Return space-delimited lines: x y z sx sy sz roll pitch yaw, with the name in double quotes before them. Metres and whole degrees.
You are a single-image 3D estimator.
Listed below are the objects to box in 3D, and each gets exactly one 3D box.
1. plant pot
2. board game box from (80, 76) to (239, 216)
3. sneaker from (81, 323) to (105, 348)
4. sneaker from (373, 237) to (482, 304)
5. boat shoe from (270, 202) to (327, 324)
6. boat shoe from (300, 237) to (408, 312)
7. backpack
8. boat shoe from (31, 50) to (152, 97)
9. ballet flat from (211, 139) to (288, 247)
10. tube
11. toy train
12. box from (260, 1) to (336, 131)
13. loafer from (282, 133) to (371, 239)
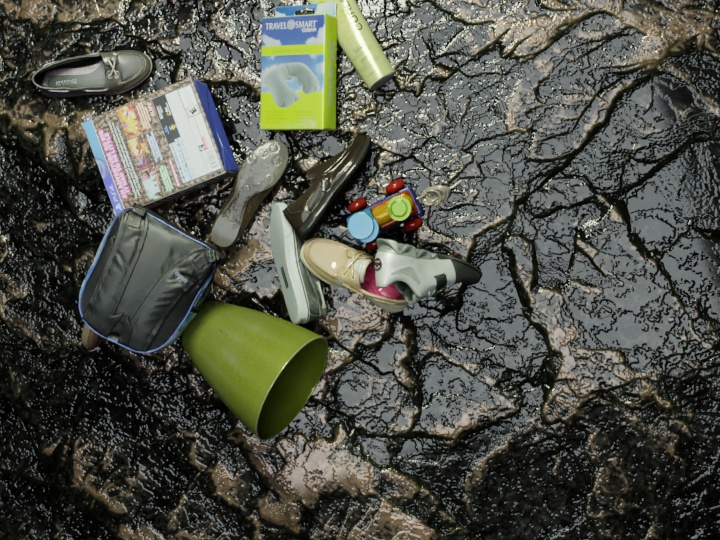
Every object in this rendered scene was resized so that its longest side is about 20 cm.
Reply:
"plant pot" -0.184 0.138 1.449 0.199 0.187 0.189 31 97 19
"board game box" -0.323 -0.198 1.464 0.197 0.097 0.162 -20 92 7
"sneaker" -0.395 0.056 1.506 0.075 0.070 0.202 31 98 2
"sneaker" 0.102 0.013 1.416 0.198 0.074 0.090 13 86 -28
"boat shoe" -0.101 -0.014 1.477 0.063 0.071 0.203 -10 85 -26
"boat shoe" 0.000 0.000 1.439 0.198 0.069 0.075 26 72 -11
"backpack" -0.331 0.021 1.410 0.181 0.147 0.202 29 88 -5
"boat shoe" -0.445 -0.323 1.487 0.197 0.057 0.068 -9 94 7
"ballet flat" -0.183 -0.126 1.487 0.067 0.046 0.202 30 92 -1
"tube" -0.017 -0.386 1.443 0.058 0.052 0.202 -29 86 -21
"toy train" 0.069 -0.103 1.421 0.198 0.116 0.086 -26 92 8
"box" -0.099 -0.327 1.441 0.120 0.048 0.203 4 96 25
"loafer" -0.054 -0.147 1.437 0.071 0.073 0.201 36 79 6
